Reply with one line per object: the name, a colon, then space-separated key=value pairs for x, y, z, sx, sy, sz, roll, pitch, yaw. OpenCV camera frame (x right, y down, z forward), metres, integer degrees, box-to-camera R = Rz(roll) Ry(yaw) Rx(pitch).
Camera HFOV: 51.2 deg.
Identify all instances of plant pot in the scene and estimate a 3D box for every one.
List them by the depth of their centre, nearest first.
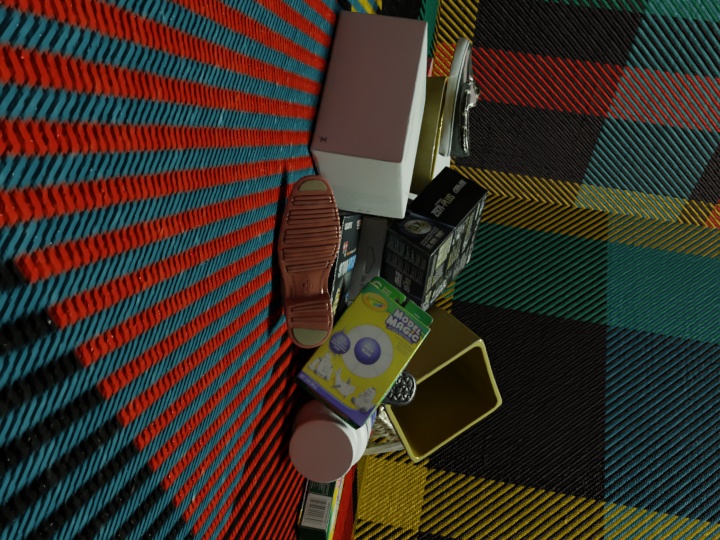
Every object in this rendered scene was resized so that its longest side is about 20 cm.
plant pot: x=0.061 y=-0.232 z=1.257 sx=0.200 sy=0.141 sz=0.201 roll=10 pitch=90 yaw=-84
plant pot: x=0.101 y=0.171 z=1.329 sx=0.200 sy=0.194 sz=0.196 roll=50 pitch=-11 yaw=45

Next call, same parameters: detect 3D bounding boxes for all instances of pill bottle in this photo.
pill bottle: x=-0.041 y=0.234 z=1.139 sx=0.200 sy=0.115 sz=0.117 roll=-50 pitch=149 yaw=-77

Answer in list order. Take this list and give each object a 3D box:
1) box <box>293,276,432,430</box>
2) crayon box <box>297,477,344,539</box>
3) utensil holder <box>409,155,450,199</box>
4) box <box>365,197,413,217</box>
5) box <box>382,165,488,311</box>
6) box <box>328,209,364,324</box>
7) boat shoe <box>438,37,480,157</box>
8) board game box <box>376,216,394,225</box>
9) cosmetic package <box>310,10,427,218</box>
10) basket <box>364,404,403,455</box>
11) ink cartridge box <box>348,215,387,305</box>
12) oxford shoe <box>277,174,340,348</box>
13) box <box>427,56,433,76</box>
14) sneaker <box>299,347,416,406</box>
box: x=0.011 y=0.109 z=1.061 sx=0.200 sy=0.117 sz=0.048 roll=-53 pitch=179 yaw=-21
crayon box: x=-0.067 y=0.415 z=1.417 sx=0.173 sy=0.058 sz=0.201 roll=90 pitch=11 yaw=-55
utensil holder: x=0.111 y=-0.229 z=1.609 sx=0.170 sy=0.169 sz=0.201 roll=-73 pitch=168 yaw=-51
box: x=0.064 y=-0.052 z=1.487 sx=0.200 sy=0.047 sz=0.194 roll=32 pitch=-58 yaw=53
box: x=0.118 y=-0.042 z=1.240 sx=0.164 sy=0.086 sz=0.200 roll=-47 pitch=159 yaw=-26
box: x=-0.041 y=-0.007 z=1.095 sx=0.200 sy=0.046 sz=0.160 roll=-34 pitch=134 yaw=-81
boat shoe: x=0.174 y=-0.292 z=1.282 sx=0.069 sy=0.056 sz=0.201 roll=-65 pitch=163 yaw=-67
board game box: x=0.048 y=-0.027 z=1.448 sx=0.120 sy=0.032 sz=0.201 roll=54 pitch=-45 yaw=36
cosmetic package: x=0.019 y=-0.204 z=1.022 sx=0.200 sy=0.122 sz=0.201 roll=72 pitch=27 yaw=-73
basket: x=0.028 y=0.246 z=1.498 sx=0.123 sy=0.135 sz=0.201 roll=47 pitch=38 yaw=-39
ink cartridge box: x=0.000 y=0.000 z=1.307 sx=0.200 sy=0.082 sz=0.147 roll=75 pitch=25 yaw=-76
oxford shoe: x=-0.067 y=-0.015 z=0.859 sx=0.074 sy=0.070 sz=0.201 roll=-128 pitch=-139 yaw=-63
box: x=0.086 y=-0.352 z=1.521 sx=0.200 sy=0.094 sz=0.103 roll=-73 pitch=171 yaw=-51
sneaker: x=-0.010 y=0.160 z=1.129 sx=0.083 sy=0.199 sz=0.072 roll=-3 pitch=-116 yaw=66
